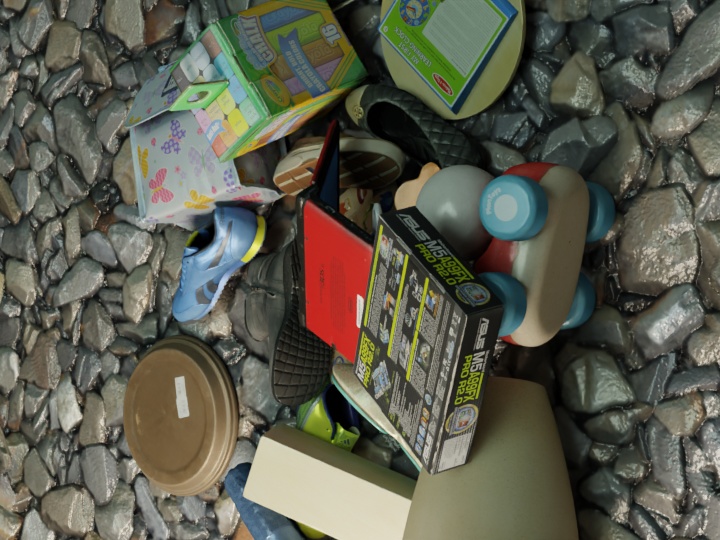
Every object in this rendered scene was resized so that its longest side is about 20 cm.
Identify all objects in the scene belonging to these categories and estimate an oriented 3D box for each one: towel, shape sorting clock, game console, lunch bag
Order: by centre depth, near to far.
[{"bbox_3d":[-0.005,-0.022,1.628,0.172,0.118,0.201,36,147,27],"label":"game console"},{"bbox_3d":[0.098,-0.262,1.661,0.199,0.039,0.202,4,97,41],"label":"shape sorting clock"},{"bbox_3d":[-0.086,0.313,1.764,0.048,0.112,0.200,-34,63,-4],"label":"towel"},{"bbox_3d":[-0.187,-0.166,1.846,0.169,0.127,0.202,-17,73,36],"label":"lunch bag"}]

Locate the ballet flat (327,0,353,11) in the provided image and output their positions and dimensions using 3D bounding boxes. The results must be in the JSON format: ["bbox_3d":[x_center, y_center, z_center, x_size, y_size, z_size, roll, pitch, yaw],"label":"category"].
[{"bbox_3d":[-0.008,-0.344,1.748,0.063,0.069,0.200,50,126,-4],"label":"ballet flat"}]

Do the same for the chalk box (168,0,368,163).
[{"bbox_3d":[-0.116,-0.209,1.706,0.124,0.199,0.124,60,144,2],"label":"chalk box"}]

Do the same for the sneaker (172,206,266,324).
[{"bbox_3d":[-0.190,-0.011,1.857,0.200,0.078,0.066,-48,38,40],"label":"sneaker"}]

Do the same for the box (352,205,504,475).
[{"bbox_3d":[0.060,0.067,1.473,0.160,0.044,0.201,50,143,42],"label":"box"}]

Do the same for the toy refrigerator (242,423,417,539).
[{"bbox_3d":[-0.019,0.243,1.694,0.199,0.070,0.076,21,103,15],"label":"toy refrigerator"}]

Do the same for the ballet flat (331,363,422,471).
[{"bbox_3d":[0.055,0.158,1.667,0.200,0.067,0.062,45,107,8],"label":"ballet flat"}]

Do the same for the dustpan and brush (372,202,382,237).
[{"bbox_3d":[0.044,0.031,1.579,0.139,0.057,0.202,-173,79,-73],"label":"dustpan and brush"}]

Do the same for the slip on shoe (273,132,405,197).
[{"bbox_3d":[-0.020,-0.127,1.731,0.199,0.076,0.061,-13,48,53],"label":"slip on shoe"}]

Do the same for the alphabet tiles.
[{"bbox_3d":[0.000,0.000,1.728,0.167,0.008,0.201,-40,51,37],"label":"alphabet tiles"}]

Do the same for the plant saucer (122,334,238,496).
[{"bbox_3d":[-0.231,0.181,1.940,0.199,0.029,0.202,-2,88,40],"label":"plant saucer"}]

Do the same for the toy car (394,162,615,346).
[{"bbox_3d":[0.117,-0.031,1.536,0.199,0.184,0.178,17,101,33],"label":"toy car"}]

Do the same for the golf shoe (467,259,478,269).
[{"bbox_3d":[0.106,-0.007,1.643,0.087,0.077,0.201,-18,62,3],"label":"golf shoe"}]

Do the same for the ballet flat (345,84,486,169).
[{"bbox_3d":[0.051,-0.148,1.680,0.199,0.057,0.067,33,138,35],"label":"ballet flat"}]

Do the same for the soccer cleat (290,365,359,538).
[{"bbox_3d":[-0.039,0.205,1.755,0.083,0.064,0.202,3,91,37],"label":"soccer cleat"}]

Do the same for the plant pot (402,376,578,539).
[{"bbox_3d":[0.135,0.214,1.555,0.186,0.187,0.202,-7,70,39],"label":"plant pot"}]

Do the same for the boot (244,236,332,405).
[{"bbox_3d":[-0.089,0.066,1.776,0.131,0.069,0.202,-25,52,56],"label":"boot"}]
